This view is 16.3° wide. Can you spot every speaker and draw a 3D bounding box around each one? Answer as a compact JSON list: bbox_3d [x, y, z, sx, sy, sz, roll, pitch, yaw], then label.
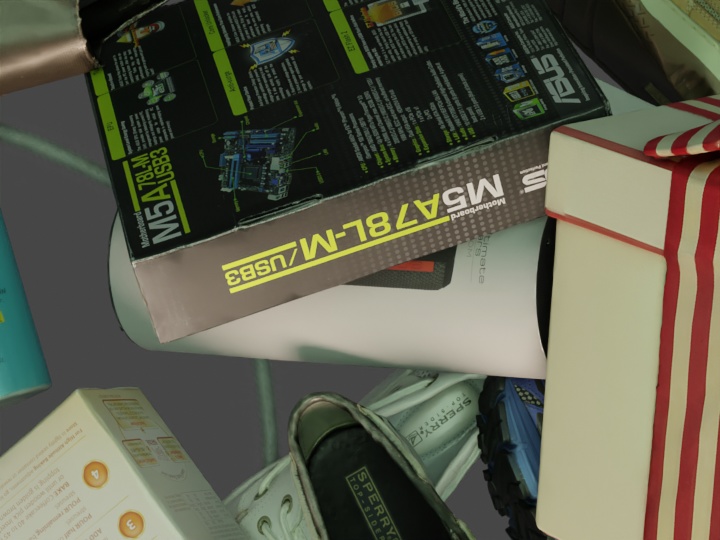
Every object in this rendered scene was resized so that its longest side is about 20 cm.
[{"bbox_3d":[0.000,0.000,1.033,0.199,0.081,0.082,4,89,27],"label":"speaker"}]

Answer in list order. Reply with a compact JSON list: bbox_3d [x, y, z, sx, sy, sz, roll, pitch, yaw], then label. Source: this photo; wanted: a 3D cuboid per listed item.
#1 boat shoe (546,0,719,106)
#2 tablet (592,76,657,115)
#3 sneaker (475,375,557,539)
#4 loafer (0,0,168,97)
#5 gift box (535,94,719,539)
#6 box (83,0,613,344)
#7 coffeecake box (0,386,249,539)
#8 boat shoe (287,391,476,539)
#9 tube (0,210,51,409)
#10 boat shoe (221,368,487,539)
[{"bbox_3d":[0.145,-0.111,1.093,0.200,0.072,0.076,47,74,-8],"label":"boat shoe"},{"bbox_3d":[0.087,-0.018,1.072,0.199,0.014,0.131,28,86,21],"label":"tablet"},{"bbox_3d":[0.118,0.116,1.038,0.078,0.075,0.201,-36,90,-13],"label":"sneaker"},{"bbox_3d":[-0.141,-0.110,1.040,0.200,0.073,0.071,-37,47,-21],"label":"loafer"},{"bbox_3d":[0.191,0.022,0.922,0.184,0.199,0.188,-16,114,-43],"label":"gift box"},{"bbox_3d":[-0.011,-0.067,1.021,0.192,0.200,0.048,-21,123,-2],"label":"box"},{"bbox_3d":[-0.102,0.174,1.036,0.153,0.073,0.200,-40,78,12],"label":"coffeecake box"},{"bbox_3d":[0.024,0.136,0.983,0.070,0.064,0.201,-33,63,0],"label":"boat shoe"},{"bbox_3d":[-0.190,-0.035,1.089,0.077,0.050,0.201,-19,85,-9],"label":"tube"},{"bbox_3d":[-0.015,0.106,1.077,0.071,0.069,0.200,45,88,-1],"label":"boat shoe"}]
